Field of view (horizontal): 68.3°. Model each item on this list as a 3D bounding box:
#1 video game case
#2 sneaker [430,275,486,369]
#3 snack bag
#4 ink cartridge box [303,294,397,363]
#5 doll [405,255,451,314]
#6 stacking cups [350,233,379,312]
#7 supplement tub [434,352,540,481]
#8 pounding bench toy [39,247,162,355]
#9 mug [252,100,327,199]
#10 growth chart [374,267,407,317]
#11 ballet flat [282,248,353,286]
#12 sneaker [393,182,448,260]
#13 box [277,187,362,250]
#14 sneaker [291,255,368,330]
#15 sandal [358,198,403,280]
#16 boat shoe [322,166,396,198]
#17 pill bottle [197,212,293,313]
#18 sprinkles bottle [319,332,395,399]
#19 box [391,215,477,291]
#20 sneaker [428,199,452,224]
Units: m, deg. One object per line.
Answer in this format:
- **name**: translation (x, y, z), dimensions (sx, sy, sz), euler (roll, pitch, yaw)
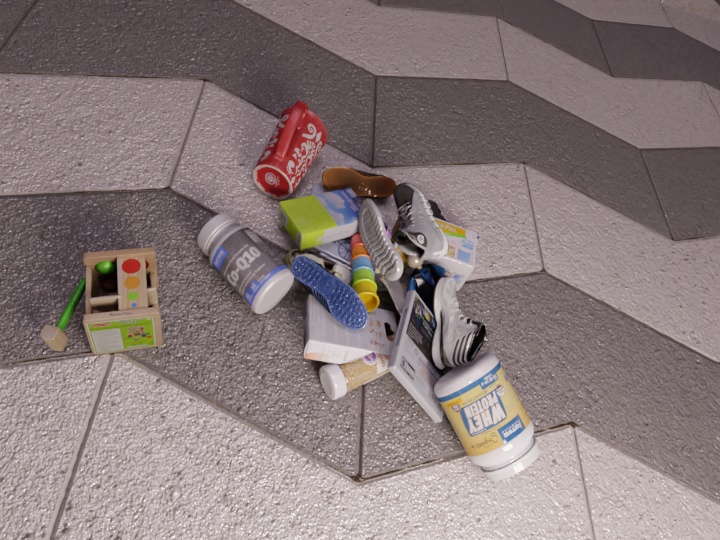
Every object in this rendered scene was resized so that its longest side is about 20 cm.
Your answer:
- **video game case**: translation (0.130, 0.175, 1.083), dimensions (0.201, 0.023, 0.185), euler (50, 43, -33)
- **sneaker**: translation (0.212, 0.101, 1.102), dimensions (0.075, 0.113, 0.206), euler (33, 54, -44)
- **snack bag**: translation (-0.062, -0.104, 1.283), dimensions (0.196, 0.022, 0.191), euler (26, 52, -1)
- **ink cartridge box**: translation (-0.019, 0.128, 1.092), dimensions (0.194, 0.051, 0.164), euler (15, 29, -13)
- **doll**: translation (0.165, 0.045, 1.201), dimensions (0.135, 0.048, 0.203), euler (-33, 92, -27)
- **stacking cups**: translation (0.000, 0.000, 1.173), dimensions (0.059, 0.062, 0.203), euler (6, 41, -14)
- **supplement tub**: translation (0.246, 0.281, 1.032), dimensions (0.142, 0.145, 0.204), euler (-25, 82, -31)
- **pounding bench toy**: translation (-0.473, 0.052, 0.974), dimensions (0.194, 0.125, 0.159), euler (-6, 58, -21)
- **mug**: translation (-0.182, -0.299, 1.288), dimensions (0.130, 0.180, 0.204), euler (6, 53, 24)
- **growth chart**: translation (0.096, 0.077, 1.168), dimensions (0.144, 0.018, 0.204), euler (27, 34, -55)
- **ballet flat**: translation (-0.078, 0.004, 1.176), dimensions (0.194, 0.071, 0.072), euler (19, 53, -5)
- **sneaker**: translation (0.106, -0.108, 1.167), dimensions (0.113, 0.075, 0.203), euler (-14, 63, -39)
- **box**: translation (-0.080, -0.125, 1.231), dimensions (0.196, 0.048, 0.123), euler (-17, 52, -31)
- **sneaker**: translation (-0.057, 0.046, 1.091), dimensions (0.199, 0.078, 0.070), euler (43, 89, 12)
- **sandal**: translation (0.048, -0.065, 1.169), dimensions (0.049, 0.083, 0.207), euler (-1, 57, -36)
- **boat shoe**: translation (-0.007, -0.220, 1.355), dimensions (0.194, 0.070, 0.073), euler (9, 98, -17)
- **pill bottle**: translation (-0.242, -0.018, 1.106), dimensions (0.199, 0.115, 0.113), euler (43, 55, 13)
- **sprinkles bottle**: translation (0.013, 0.190, 1.080), dimensions (0.196, 0.069, 0.069), euler (-21, 65, -29)
- **box**: translation (0.168, -0.052, 1.273), dimensions (0.194, 0.102, 0.115), euler (18, 53, -6)
- **sneaker**: translation (0.209, -0.123, 1.353), dimensions (0.194, 0.071, 0.102), euler (15, 58, -3)
